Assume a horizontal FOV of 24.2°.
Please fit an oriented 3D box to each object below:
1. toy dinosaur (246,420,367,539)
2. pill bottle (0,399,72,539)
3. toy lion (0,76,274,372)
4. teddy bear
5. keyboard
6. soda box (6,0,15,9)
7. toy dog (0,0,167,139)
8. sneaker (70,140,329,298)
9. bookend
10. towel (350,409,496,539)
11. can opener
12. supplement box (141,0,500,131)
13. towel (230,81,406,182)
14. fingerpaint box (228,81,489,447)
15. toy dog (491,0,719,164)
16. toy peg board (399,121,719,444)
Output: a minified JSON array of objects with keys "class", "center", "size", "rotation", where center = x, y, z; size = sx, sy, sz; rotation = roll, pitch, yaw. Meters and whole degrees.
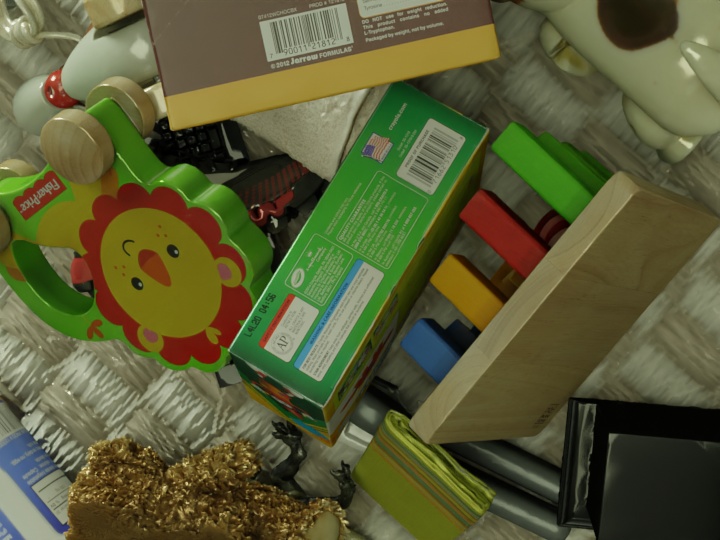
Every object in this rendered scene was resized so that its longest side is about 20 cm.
[{"class":"toy dinosaur","center":[-0.044,0.165,1.208],"size":[0.199,0.047,0.089],"rotation":[25,116,8]},{"class":"pill bottle","center":[-0.255,0.191,1.225],"size":[0.112,0.112,0.200],"rotation":[-41,87,14]},{"class":"toy lion","center":[-0.153,-0.012,1.094],"size":[0.199,0.069,0.192],"rotation":[-29,101,40]},{"class":"teddy bear","center":[-0.105,0.175,1.180],"size":[0.198,0.067,0.146],"rotation":[2,128,10]},{"class":"keyboard","center":[-0.123,-0.013,1.216],"size":[0.126,0.021,0.202],"rotation":[-17,92,14]},{"class":"soda box","center":[-0.358,-0.196,1.222],"size":[0.198,0.068,0.064],"rotation":[-13,94,14]},{"class":"toy dog","center":[-0.162,-0.146,1.154],"size":[0.199,0.096,0.133],"rotation":[15,121,46]},{"class":"sneaker","center":[-0.120,-0.054,1.165],"size":[0.199,0.071,0.099],"rotation":[-18,95,10]},{"class":"bookend","center":[0.232,0.152,1.047],"size":[0.197,0.200,0.093],"rotation":[5,98,1]},{"class":"towel","center":[0.038,0.143,1.118],"size":[0.086,0.200,0.018],"rotation":[43,73,7]},{"class":"can opener","center":[0.060,0.131,1.172],"size":[0.199,0.066,0.053],"rotation":[25,101,4]},{"class":"supplement box","center":[-0.039,-0.206,0.992],"size":[0.196,0.133,0.202],"rotation":[-13,100,-2]},{"class":"towel","center":[-0.052,-0.156,1.141],"size":[0.199,0.034,0.133],"rotation":[32,104,30]},{"class":"fingerpaint box","center":[0.000,0.000,1.080],"size":[0.073,0.167,0.201],"rotation":[30,79,8]},{"class":"toy dog","center":[0.158,-0.168,1.048],"size":[0.200,0.194,0.140],"rotation":[40,116,-2]},{"class":"toy peg board","center":[0.110,0.004,1.085],"size":[0.098,0.200,0.200],"rotation":[45,105,22]}]
